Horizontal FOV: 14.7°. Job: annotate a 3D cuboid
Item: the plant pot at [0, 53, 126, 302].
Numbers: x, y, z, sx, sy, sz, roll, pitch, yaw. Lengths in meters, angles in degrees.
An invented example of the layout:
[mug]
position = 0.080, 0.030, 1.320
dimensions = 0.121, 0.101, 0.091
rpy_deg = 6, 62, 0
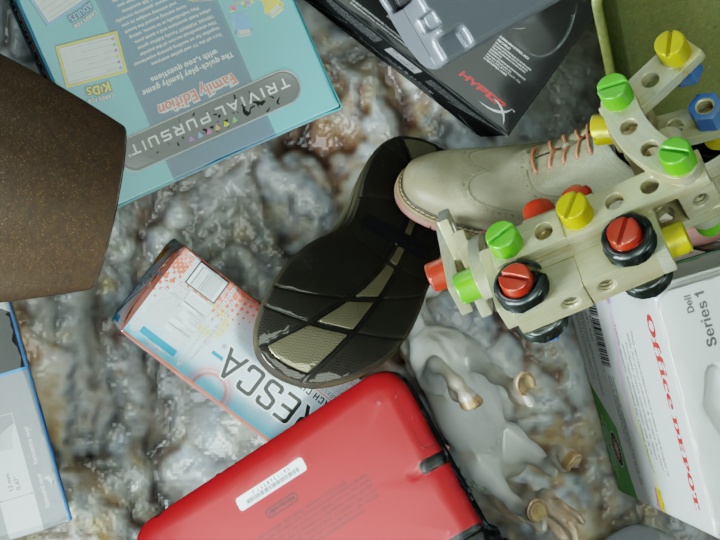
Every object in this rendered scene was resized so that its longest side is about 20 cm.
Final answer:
[plant pot]
position = -0.234, -0.054, 1.523
dimensions = 0.200, 0.187, 0.187
rpy_deg = 11, 90, -10

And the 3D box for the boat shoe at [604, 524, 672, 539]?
[boat shoe]
position = 0.143, 0.250, 1.679
dimensions = 0.070, 0.071, 0.200
rpy_deg = 32, 82, -38

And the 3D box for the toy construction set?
[toy construction set]
position = 0.115, -0.033, 1.514
dimensions = 0.200, 0.131, 0.092
rpy_deg = -33, 139, 21

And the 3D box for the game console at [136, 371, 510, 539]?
[game console]
position = 0.003, 0.174, 1.614
dimensions = 0.200, 0.119, 0.172
rpy_deg = -34, 75, 20

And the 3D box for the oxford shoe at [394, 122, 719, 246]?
[oxford shoe]
position = 0.119, -0.060, 1.602
dimensions = 0.200, 0.074, 0.071
rpy_deg = -2, 48, -3

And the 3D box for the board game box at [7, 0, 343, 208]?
[board game box]
position = -0.120, -0.154, 1.614
dimensions = 0.151, 0.047, 0.200
rpy_deg = -24, 97, -10

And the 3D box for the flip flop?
[flip flop]
position = 0.000, 0.000, 1.609
dimensions = 0.081, 0.058, 0.200
rpy_deg = 31, 48, -2

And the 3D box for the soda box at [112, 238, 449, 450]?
[soda box]
position = -0.047, 0.066, 1.626
dimensions = 0.200, 0.068, 0.064
rpy_deg = 38, 88, -10

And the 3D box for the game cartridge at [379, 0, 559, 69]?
[game cartridge]
position = 0.037, -0.222, 1.541
dimensions = 0.133, 0.042, 0.200
rpy_deg = -31, 91, -40

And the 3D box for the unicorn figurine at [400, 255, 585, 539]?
[unicorn figurine]
position = 0.065, 0.068, 1.630
dimensions = 0.074, 0.137, 0.200
rpy_deg = -17, 110, -20

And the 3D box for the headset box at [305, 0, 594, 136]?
[headset box]
position = 0.080, -0.201, 1.635
dimensions = 0.149, 0.077, 0.200
rpy_deg = 36, 85, -10

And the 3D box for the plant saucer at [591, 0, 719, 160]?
[plant saucer]
position = 0.224, -0.148, 1.639
dimensions = 0.200, 0.048, 0.200
rpy_deg = -27, 139, -9

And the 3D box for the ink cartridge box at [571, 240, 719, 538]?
[ink cartridge box]
position = 0.194, 0.062, 1.605
dimensions = 0.084, 0.200, 0.145
rpy_deg = -16, 96, -9

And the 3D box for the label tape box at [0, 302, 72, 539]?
[label tape box]
position = -0.279, 0.100, 1.585
dimensions = 0.200, 0.066, 0.143
rpy_deg = -16, 95, -11
